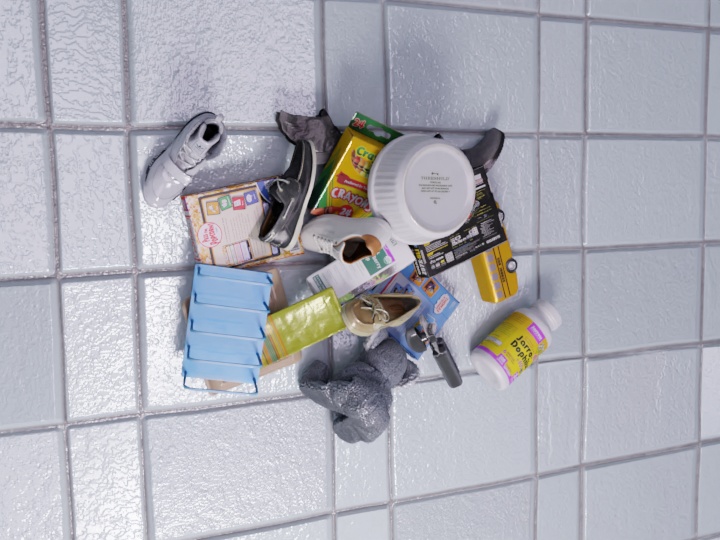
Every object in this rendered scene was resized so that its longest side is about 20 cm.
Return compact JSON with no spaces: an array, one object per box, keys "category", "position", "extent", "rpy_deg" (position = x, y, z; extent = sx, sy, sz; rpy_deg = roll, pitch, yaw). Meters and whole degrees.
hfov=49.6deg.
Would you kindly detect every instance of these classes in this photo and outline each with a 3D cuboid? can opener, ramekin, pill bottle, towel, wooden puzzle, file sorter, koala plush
[{"category":"can opener","position":[0.150,0.166,1.577],"extent":[0.066,0.053,0.201],"rpy_deg":[-25,128,12]},{"category":"ramekin","position":[0.119,-0.146,1.408],"extent":[0.200,0.094,0.206],"rpy_deg":[-3,96,-28]},{"category":"pill bottle","position":[0.334,0.151,1.653],"extent":[0.200,0.104,0.105],"rpy_deg":[-41,109,-15]},{"category":"towel","position":[-0.123,0.108,1.419],"extent":[0.198,0.018,0.087],"rpy_deg":[-25,105,3]},{"category":"wooden puzzle","position":[-0.218,0.111,1.448],"extent":[0.198,0.037,0.188],"rpy_deg":[-20,102,-25]},{"category":"file sorter","position":[-0.227,0.101,1.336],"extent":[0.137,0.123,0.203],"rpy_deg":[7,94,-13]},{"category":"koala plush","position":[0.022,0.209,1.496],"extent":[0.200,0.183,0.178],"rpy_deg":[-46,108,-27]}]

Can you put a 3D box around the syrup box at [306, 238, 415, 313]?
[{"category":"syrup box","position":[0.000,0.000,1.480],"extent":[0.199,0.081,0.079],"rpy_deg":[-31,86,-8]}]

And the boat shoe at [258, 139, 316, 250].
[{"category":"boat shoe","position":[-0.128,-0.140,1.391],"extent":[0.067,0.072,0.203],"rpy_deg":[17,89,-30]}]

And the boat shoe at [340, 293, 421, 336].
[{"category":"boat shoe","position":[0.038,0.072,1.453],"extent":[0.199,0.062,0.074],"rpy_deg":[-11,71,-55]}]

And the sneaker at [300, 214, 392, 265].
[{"category":"sneaker","position":[-0.045,-0.052,1.416],"extent":[0.085,0.198,0.073],"rpy_deg":[-56,130,-39]}]

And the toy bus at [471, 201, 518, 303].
[{"category":"toy bus","position":[0.271,-0.041,1.630],"extent":[0.077,0.065,0.203],"rpy_deg":[-22,103,-19]}]

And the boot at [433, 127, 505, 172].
[{"category":"boot","position":[0.201,-0.237,1.583],"extent":[0.131,0.070,0.201],"rpy_deg":[37,76,-17]}]

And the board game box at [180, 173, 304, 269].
[{"category":"board game box","position":[-0.213,-0.082,1.423],"extent":[0.198,0.046,0.154],"rpy_deg":[-14,100,-23]}]

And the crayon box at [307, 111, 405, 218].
[{"category":"crayon box","position":[-0.001,-0.179,1.454],"extent":[0.126,0.051,0.201],"rpy_deg":[18,114,-28]}]

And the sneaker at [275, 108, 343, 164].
[{"category":"sneaker","position":[-0.059,-0.256,1.468],"extent":[0.197,0.060,0.106],"rpy_deg":[-9,103,-19]}]

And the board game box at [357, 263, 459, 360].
[{"category":"board game box","position":[0.088,0.059,1.573],"extent":[0.200,0.037,0.152],"rpy_deg":[43,78,-20]}]

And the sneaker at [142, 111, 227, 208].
[{"category":"sneaker","position":[-0.300,-0.194,1.337],"extent":[0.075,0.115,0.201],"rpy_deg":[39,79,-21]}]

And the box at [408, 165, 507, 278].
[{"category":"box","position":[0.178,-0.096,1.522],"extent":[0.198,0.049,0.162],"rpy_deg":[-25,100,-22]}]
